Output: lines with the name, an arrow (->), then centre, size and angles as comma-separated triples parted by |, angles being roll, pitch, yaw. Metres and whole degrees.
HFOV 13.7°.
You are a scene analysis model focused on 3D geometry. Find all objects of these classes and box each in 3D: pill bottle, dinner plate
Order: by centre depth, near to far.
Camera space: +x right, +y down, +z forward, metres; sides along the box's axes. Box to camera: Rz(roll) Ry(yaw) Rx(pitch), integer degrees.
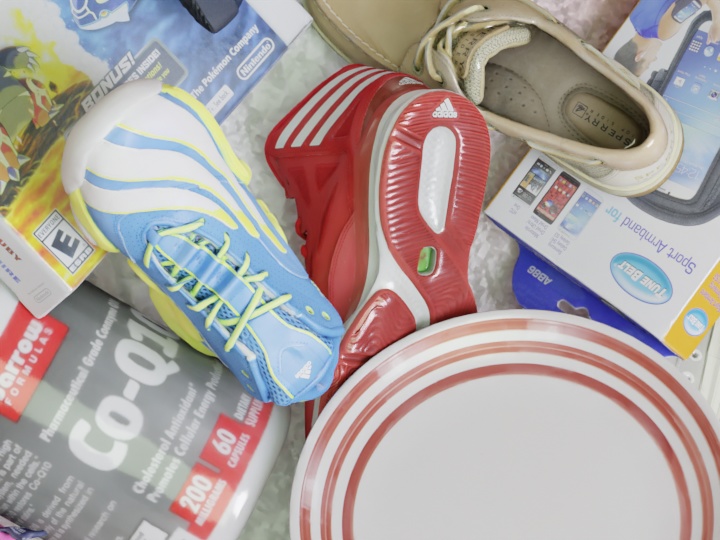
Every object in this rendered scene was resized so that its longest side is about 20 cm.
dinner plate -> 0.068, 0.108, 1.310 | 0.199, 0.024, 0.201 | -2, 61, 4
pill bottle -> -0.143, 0.060, 1.373 | 0.199, 0.114, 0.114 | 30, 91, -9

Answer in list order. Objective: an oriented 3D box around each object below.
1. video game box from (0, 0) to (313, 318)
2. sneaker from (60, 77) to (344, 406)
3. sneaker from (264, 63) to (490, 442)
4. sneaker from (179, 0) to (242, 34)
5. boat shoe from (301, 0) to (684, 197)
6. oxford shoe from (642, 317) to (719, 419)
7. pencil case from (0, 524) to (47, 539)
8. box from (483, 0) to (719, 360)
video game box -> -0.143, -0.112, 1.346 | 0.182, 0.047, 0.200 | 44, 57, -7
sneaker -> -0.054, -0.005, 1.284 | 0.076, 0.200, 0.105 | -47, 61, -6
sneaker -> 0.000, 0.000, 1.400 | 0.078, 0.115, 0.201 | 7, 106, -31
sneaker -> -0.084, -0.207, 1.332 | 0.082, 0.070, 0.201 | -25, 86, -7
boat shoe -> 0.058, -0.101, 1.382 | 0.199, 0.065, 0.072 | 31, 89, 16
oxford shoe -> 0.136, 0.090, 1.400 | 0.057, 0.075, 0.201 | 13, 52, 6
pencil case -> -0.208, 0.200, 1.334 | 0.094, 0.090, 0.201 | 29, 74, -48
box -> 0.149, -0.053, 1.406 | 0.119, 0.041, 0.200 | 36, 88, 32
